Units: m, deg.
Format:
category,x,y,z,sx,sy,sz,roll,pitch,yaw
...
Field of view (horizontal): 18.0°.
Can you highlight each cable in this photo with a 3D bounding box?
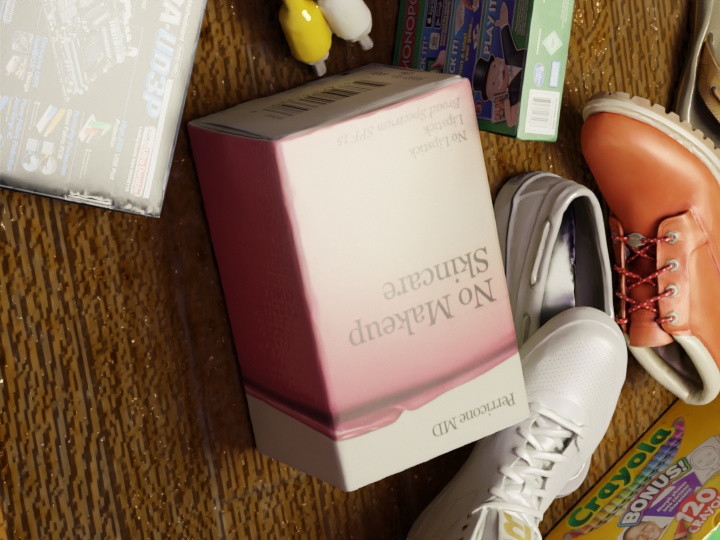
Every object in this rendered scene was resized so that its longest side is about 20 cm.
category,x,y,z,sx,sy,sz,roll,pitch,yaw
cable,-0.033,-0.175,1.187,0.097,0.050,0.200,-49,153,3

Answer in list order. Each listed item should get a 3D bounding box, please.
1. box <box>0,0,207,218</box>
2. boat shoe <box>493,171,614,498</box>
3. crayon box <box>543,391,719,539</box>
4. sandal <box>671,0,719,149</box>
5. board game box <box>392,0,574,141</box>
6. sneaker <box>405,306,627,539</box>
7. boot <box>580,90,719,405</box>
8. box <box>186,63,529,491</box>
category,x,y,z,sx,sy,sz,roll,pitch,yaw
box,-0.159,-0.138,1.165,0.158,0.046,0.201,10,93,-32
boat shoe,0.121,0.042,1.349,0.072,0.066,0.201,-5,101,-30
crayon box,0.199,0.155,1.385,0.200,0.119,0.058,-44,117,-17
sandal,0.238,-0.116,1.397,0.080,0.054,0.201,0,99,-30
board game box,0.071,-0.177,1.241,0.029,0.134,0.201,3,98,-30
sneaker,0.096,0.124,1.284,0.073,0.116,0.200,26,106,-12
boot,0.181,-0.012,1.358,0.200,0.075,0.107,53,57,-27
box,0.000,0.000,1.246,0.128,0.109,0.201,-20,108,-26
